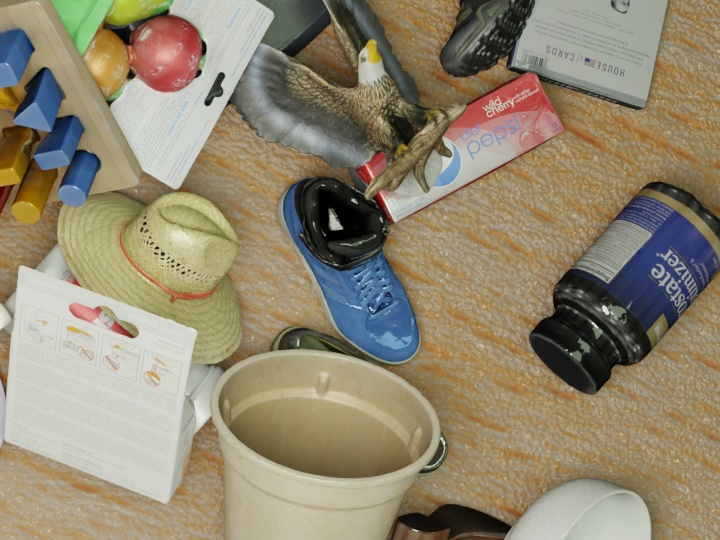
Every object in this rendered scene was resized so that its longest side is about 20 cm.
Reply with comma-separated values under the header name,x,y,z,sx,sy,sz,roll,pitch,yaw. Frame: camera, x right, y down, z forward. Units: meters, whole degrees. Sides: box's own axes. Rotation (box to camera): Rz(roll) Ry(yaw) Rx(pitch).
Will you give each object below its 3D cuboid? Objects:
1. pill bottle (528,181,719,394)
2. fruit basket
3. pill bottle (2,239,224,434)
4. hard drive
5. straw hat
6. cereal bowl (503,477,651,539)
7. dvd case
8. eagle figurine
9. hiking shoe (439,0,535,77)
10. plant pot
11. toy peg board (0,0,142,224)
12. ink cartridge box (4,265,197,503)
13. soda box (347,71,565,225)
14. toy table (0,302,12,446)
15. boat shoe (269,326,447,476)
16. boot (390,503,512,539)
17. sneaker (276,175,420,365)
name,x,y,z,sx,sy,sz,roll,pitch,yaw
pill bottle,0.257,0.019,1.636,0.112,0.112,0.200,45,76,-7
fruit basket,-0.200,-0.199,1.471,0.200,0.094,0.186,32,80,-26
pill bottle,-0.214,0.066,1.504,0.200,0.112,0.112,41,77,-8
hard drive,-0.121,-0.241,1.583,0.200,0.042,0.135,-39,96,-15
straw hat,-0.158,-0.020,1.481,0.201,0.201,0.085,41,118,-8
cereal bowl,0.184,0.281,1.580,0.200,0.083,0.201,-28,129,-41
dvd case,0.237,-0.277,1.701,0.150,0.025,0.201,15,82,-13
eagle figurine,-0.003,-0.163,1.535,0.200,0.151,0.151,36,117,28
hiking shoe,0.121,-0.281,1.651,0.100,0.076,0.200,29,81,23
plant pot,-0.044,0.200,1.489,0.199,0.201,0.184,3,118,-15
toy peg board,-0.317,-0.106,1.404,0.198,0.200,0.098,-8,43,19
ink cartridge box,-0.215,0.088,1.420,0.162,0.201,0.050,20,36,8
soda box,0.092,-0.115,1.628,0.199,0.063,0.070,-29,93,-15
toy table,-0.383,0.091,1.455,0.200,0.117,0.184,42,77,-9
boat shoe,0.003,0.124,1.581,0.201,0.066,0.072,40,76,-9
boot,0.061,0.323,1.580,0.186,0.064,0.201,8,103,-47
sneaker,-0.001,0.001,1.567,0.077,0.111,0.200,-32,94,-15
